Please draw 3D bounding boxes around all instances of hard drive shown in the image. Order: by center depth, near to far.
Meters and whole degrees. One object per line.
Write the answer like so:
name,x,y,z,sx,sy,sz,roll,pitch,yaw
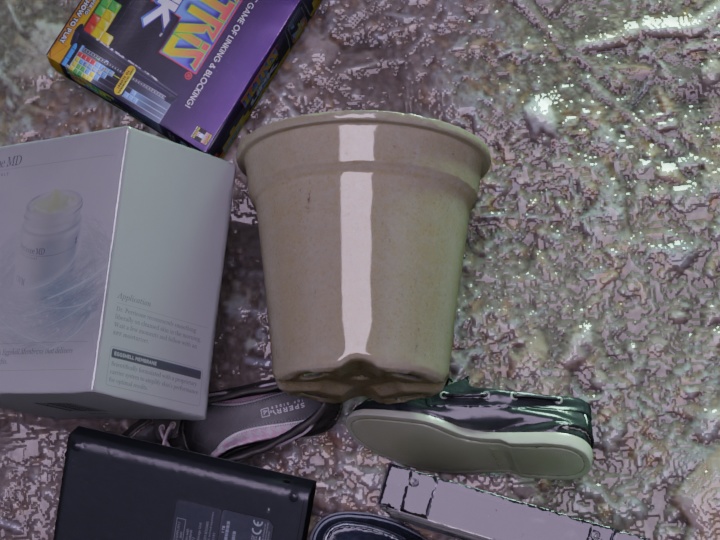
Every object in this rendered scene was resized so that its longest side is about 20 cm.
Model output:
hard drive,0.115,0.195,1.350,0.198,0.140,0.038,15,81,7
hard drive,-0.143,0.212,1.403,0.198,0.033,0.141,12,102,7

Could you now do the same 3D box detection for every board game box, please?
board game box,-0.140,-0.215,1.498,0.164,0.057,0.201,30,83,11

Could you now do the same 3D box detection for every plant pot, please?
plant pot,0.000,0.000,1.360,0.198,0.201,0.185,0,74,5

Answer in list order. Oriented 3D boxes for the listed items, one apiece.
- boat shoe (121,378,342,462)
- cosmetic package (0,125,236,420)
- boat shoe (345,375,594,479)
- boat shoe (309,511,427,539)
boat shoe,-0.112,0.125,1.427,0.198,0.057,0.067,-17,78,2
cosmetic package,-0.214,0.007,1.382,0.198,0.122,0.202,-4,74,42
boat shoe,0.089,0.116,1.407,0.197,0.075,0.067,2,52,20
boat shoe,0.048,0.242,1.372,0.199,0.091,0.071,26,82,10
